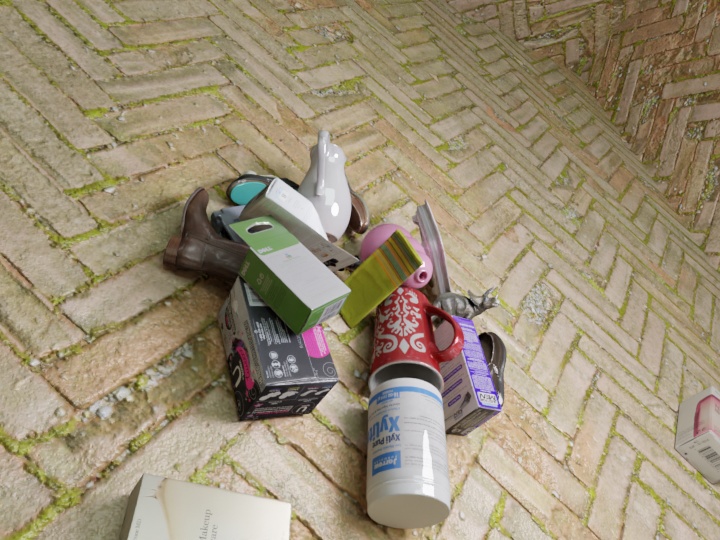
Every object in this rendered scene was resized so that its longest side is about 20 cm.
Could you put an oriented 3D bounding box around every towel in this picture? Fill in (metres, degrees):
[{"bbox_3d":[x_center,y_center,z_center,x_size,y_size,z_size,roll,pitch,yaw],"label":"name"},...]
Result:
[{"bbox_3d":[0.026,0.017,1.095,0.086,0.200,0.018,55,23,21],"label":"towel"}]

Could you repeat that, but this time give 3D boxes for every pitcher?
[{"bbox_3d":[-0.079,-0.171,1.186,0.120,0.172,0.202,4,75,7],"label":"pitcher"}]

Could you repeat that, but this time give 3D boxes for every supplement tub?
[{"bbox_3d":[0.075,0.289,0.922,0.131,0.132,0.201,23,41,-19],"label":"supplement tub"}]

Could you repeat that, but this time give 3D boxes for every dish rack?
[{"bbox_3d":[0.159,-0.038,1.284,0.043,0.201,0.172,-16,42,3],"label":"dish rack"}]

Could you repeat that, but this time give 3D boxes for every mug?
[{"bbox_3d":[0.104,0.137,1.079,0.176,0.134,0.201,-6,40,7],"label":"mug"}]

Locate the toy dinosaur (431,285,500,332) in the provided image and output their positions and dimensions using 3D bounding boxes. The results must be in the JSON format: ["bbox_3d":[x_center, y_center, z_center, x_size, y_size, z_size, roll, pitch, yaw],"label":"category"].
[{"bbox_3d":[0.199,0.088,1.239,0.198,0.077,0.103,0,84,-15],"label":"toy dinosaur"}]

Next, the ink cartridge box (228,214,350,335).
[{"bbox_3d":[-0.122,0.002,0.919,0.200,0.060,0.104,43,35,17],"label":"ink cartridge box"}]

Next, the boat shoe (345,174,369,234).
[{"bbox_3d":[-0.047,-0.157,1.307,0.071,0.076,0.201,-5,47,-36],"label":"boat shoe"}]

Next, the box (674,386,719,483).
[{"bbox_3d":[0.904,0.418,1.472,0.128,0.109,0.200,44,39,6],"label":"box"}]

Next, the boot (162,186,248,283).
[{"bbox_3d":[-0.228,-0.053,1.031,0.198,0.064,0.188,14,57,-5],"label":"boot"}]

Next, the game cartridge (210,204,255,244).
[{"bbox_3d":[-0.187,-0.043,1.111,0.133,0.041,0.201,-18,66,-43],"label":"game cartridge"}]

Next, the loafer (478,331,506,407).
[{"bbox_3d":[0.258,0.202,1.195,0.071,0.073,0.201,28,40,-17],"label":"loafer"}]

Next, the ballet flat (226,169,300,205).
[{"bbox_3d":[-0.210,-0.172,1.200,0.199,0.068,0.068,-1,43,-52],"label":"ballet flat"}]

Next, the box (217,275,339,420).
[{"bbox_3d":[-0.140,0.123,0.925,0.131,0.115,0.201,4,48,-34],"label":"box"}]

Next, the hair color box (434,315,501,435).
[{"bbox_3d":[0.191,0.202,1.114,0.064,0.109,0.201,16,45,-28],"label":"hair color box"}]

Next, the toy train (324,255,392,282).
[{"bbox_3d":[0.000,0.000,1.149,0.199,0.046,0.034,21,37,31],"label":"toy train"}]

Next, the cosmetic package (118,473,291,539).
[{"bbox_3d":[-0.193,0.333,0.716,0.199,0.073,0.104,21,42,-23],"label":"cosmetic package"}]

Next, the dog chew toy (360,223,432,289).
[{"bbox_3d":[0.080,-0.022,1.189,0.124,0.126,0.200,12,13,-29],"label":"dog chew toy"}]

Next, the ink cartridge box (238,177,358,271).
[{"bbox_3d":[-0.108,-0.072,1.035,0.199,0.160,0.048,34,66,-19],"label":"ink cartridge box"}]
